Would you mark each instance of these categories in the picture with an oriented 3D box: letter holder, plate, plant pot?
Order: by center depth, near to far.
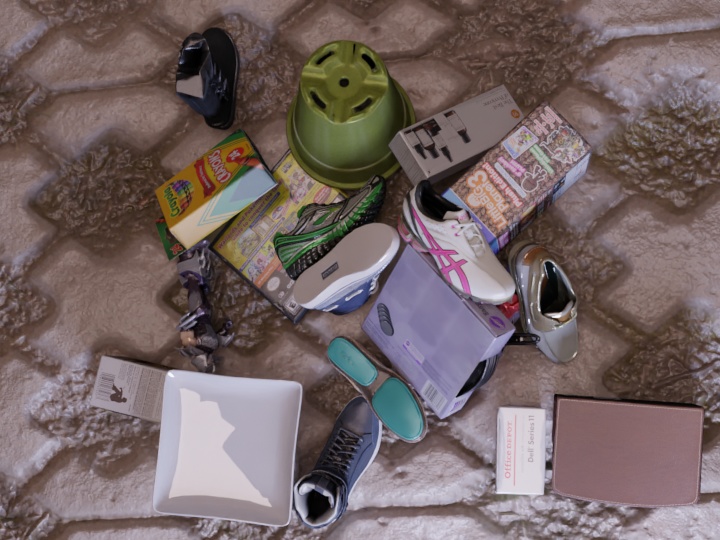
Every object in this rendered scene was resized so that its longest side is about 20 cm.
[{"bbox_3d":[-0.184,0.246,1.545,0.199,0.032,0.201,4,85,8],"label":"plate"},{"bbox_3d":[0.369,0.252,1.547,0.199,0.101,0.143,3,86,8],"label":"letter holder"},{"bbox_3d":[-0.018,-0.240,1.597,0.199,0.190,0.201,0,77,2],"label":"plant pot"}]

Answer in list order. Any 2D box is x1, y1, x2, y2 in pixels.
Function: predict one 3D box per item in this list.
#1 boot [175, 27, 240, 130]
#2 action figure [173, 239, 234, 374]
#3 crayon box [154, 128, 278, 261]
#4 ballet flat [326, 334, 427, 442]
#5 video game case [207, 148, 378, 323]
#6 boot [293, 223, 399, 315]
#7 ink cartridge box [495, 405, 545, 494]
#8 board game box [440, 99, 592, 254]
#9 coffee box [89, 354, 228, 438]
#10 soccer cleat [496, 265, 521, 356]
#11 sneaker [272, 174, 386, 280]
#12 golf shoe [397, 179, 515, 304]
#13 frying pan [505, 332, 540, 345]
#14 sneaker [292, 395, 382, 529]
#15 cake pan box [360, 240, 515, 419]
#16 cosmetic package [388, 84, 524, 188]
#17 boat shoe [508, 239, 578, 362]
[{"bbox_3d":[-0.231,-0.309,1.641,0.065,0.200,0.166,-8,83,7],"label":"boot"},{"bbox_3d":[-0.237,0.062,1.644,0.069,0.130,0.201,-13,71,6],"label":"action figure"},{"bbox_3d":[-0.231,-0.115,1.661,0.200,0.051,0.127,-37,38,2],"label":"crayon box"},{"bbox_3d":[0.032,0.169,1.615,0.068,0.067,0.200,-43,72,6],"label":"ballet flat"},{"bbox_3d":[-0.102,-0.053,1.684,0.181,0.026,0.200,40,91,10],"label":"video game case"},{"bbox_3d":[0.000,0.000,1.594,0.200,0.090,0.073,-30,57,35],"label":"boot"},{"bbox_3d":[0.219,0.245,1.516,0.067,0.200,0.118,1,84,8],"label":"ink cartridge box"},{"bbox_3d":[0.222,-0.124,1.578,0.200,0.159,0.097,-43,79,1],"label":"board game box"},{"bbox_3d":[-0.281,0.185,1.639,0.199,0.113,0.080,13,86,8],"label":"coffee box"},{"bbox_3d":[0.204,0.061,1.602,0.067,0.076,0.200,33,89,10],"label":"soccer cleat"},{"bbox_3d":[-0.046,-0.077,1.626,0.200,0.078,0.085,-38,80,4],"label":"sneaker"},{"bbox_3d":[0.129,-0.036,1.475,0.200,0.092,0.073,42,55,19],"label":"golf shoe"},{"bbox_3d":[0.159,0.114,1.585,0.190,0.031,0.115,25,105,39],"label":"frying pan"},{"bbox_3d":[-0.031,0.274,1.578,0.077,0.146,0.203,21,86,11],"label":"sneaker"},{"bbox_3d":[0.106,0.082,1.555,0.200,0.052,0.185,47,134,24],"label":"cake pan box"},{"bbox_3d":[0.147,-0.195,1.606,0.200,0.051,0.083,-27,82,-26],"label":"cosmetic package"},{"bbox_3d":[0.266,0.054,1.551,0.075,0.068,0.200,-34,118,-12],"label":"boat shoe"}]
